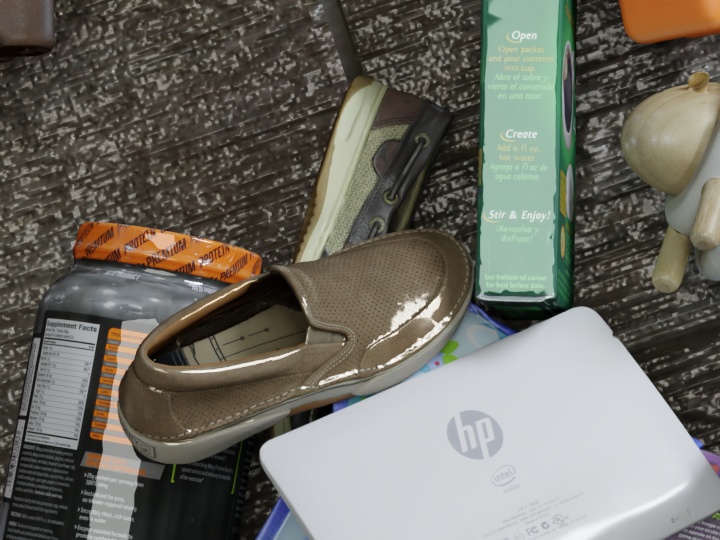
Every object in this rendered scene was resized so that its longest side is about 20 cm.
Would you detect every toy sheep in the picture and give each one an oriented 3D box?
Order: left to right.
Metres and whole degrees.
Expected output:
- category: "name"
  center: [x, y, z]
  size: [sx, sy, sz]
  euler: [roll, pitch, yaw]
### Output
- category: "toy sheep"
  center: [0.223, -0.036, 1.397]
  size: [0.200, 0.138, 0.138]
  euler: [24, 86, -8]

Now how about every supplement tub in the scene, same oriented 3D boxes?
- category: "supplement tub"
  center: [-0.114, 0.082, 1.415]
  size: [0.122, 0.123, 0.200]
  euler: [10, 84, 6]

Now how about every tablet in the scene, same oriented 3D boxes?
- category: "tablet"
  center: [0.065, 0.098, 1.338]
  size: [0.200, 0.014, 0.130]
  euler: [-22, 63, -26]

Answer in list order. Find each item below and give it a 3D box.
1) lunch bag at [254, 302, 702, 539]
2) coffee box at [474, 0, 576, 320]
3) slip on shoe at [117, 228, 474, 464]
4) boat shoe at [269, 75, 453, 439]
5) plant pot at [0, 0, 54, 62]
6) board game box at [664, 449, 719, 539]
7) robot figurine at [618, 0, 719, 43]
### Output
- category: "lunch bag"
  center: [0.051, 0.129, 1.395]
  size: [0.170, 0.127, 0.200]
  euler: [31, 83, 9]
- category: "coffee box"
  center: [0.085, -0.078, 1.417]
  size: [0.044, 0.123, 0.201]
  euler: [1, 85, 9]
- category: "slip on shoe"
  center: [-0.028, 0.024, 1.346]
  size: [0.200, 0.061, 0.076]
  euler: [-23, 53, -22]
- category: "boat shoe"
  center: [0.000, 0.000, 1.438]
  size: [0.065, 0.073, 0.200]
  euler: [12, 84, 9]
- category: "plant pot"
  center: [-0.241, -0.204, 1.432]
  size: [0.200, 0.200, 0.199]
  euler: [-4, 90, 5]
- category: "board game box"
  center: [0.241, 0.172, 1.421]
  size: [0.200, 0.032, 0.120]
  euler: [16, 88, 7]
- category: "robot figurine"
  center: [0.161, -0.219, 1.422]
  size: [0.144, 0.117, 0.200]
  euler: [-10, 92, -5]
